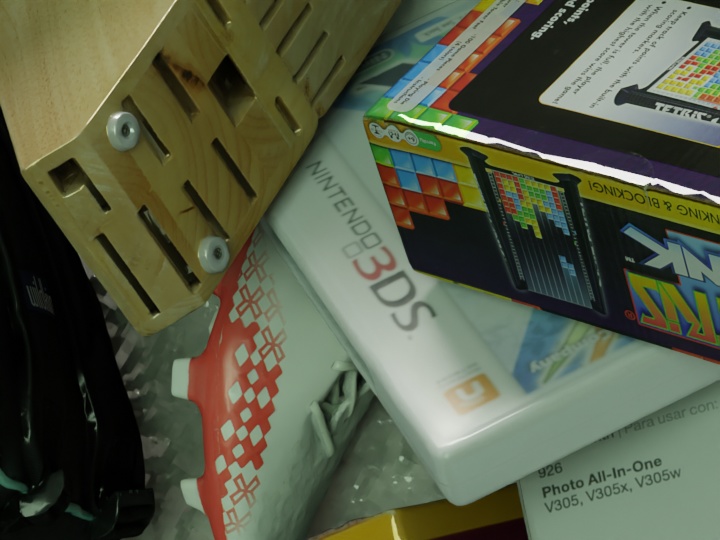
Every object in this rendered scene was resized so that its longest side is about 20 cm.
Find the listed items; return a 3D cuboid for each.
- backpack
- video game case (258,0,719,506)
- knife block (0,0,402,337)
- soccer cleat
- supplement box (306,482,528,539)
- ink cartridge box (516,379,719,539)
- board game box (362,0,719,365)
[{"bbox_3d":[-0.166,0.002,0.822,0.153,0.176,0.200,-18,77,13],"label":"backpack"},{"bbox_3d":[0.076,-0.036,0.730,0.200,0.022,0.182,-25,37,-8],"label":"video game case"},{"bbox_3d":[-0.082,-0.072,0.792,0.175,0.064,0.200,-3,44,40],"label":"knife block"},{"bbox_3d":[0.000,0.000,0.822,0.085,0.069,0.200,9,83,18],"label":"soccer cleat"},{"bbox_3d":[0.036,0.168,0.771,0.086,0.110,0.200,-26,79,28],"label":"supplement box"},{"bbox_3d":[0.109,0.127,0.711,0.084,0.146,0.200,-17,65,14],"label":"ink cartridge box"},{"bbox_3d":[0.127,-0.059,0.674,0.165,0.057,0.200,19,51,38],"label":"board game box"}]
